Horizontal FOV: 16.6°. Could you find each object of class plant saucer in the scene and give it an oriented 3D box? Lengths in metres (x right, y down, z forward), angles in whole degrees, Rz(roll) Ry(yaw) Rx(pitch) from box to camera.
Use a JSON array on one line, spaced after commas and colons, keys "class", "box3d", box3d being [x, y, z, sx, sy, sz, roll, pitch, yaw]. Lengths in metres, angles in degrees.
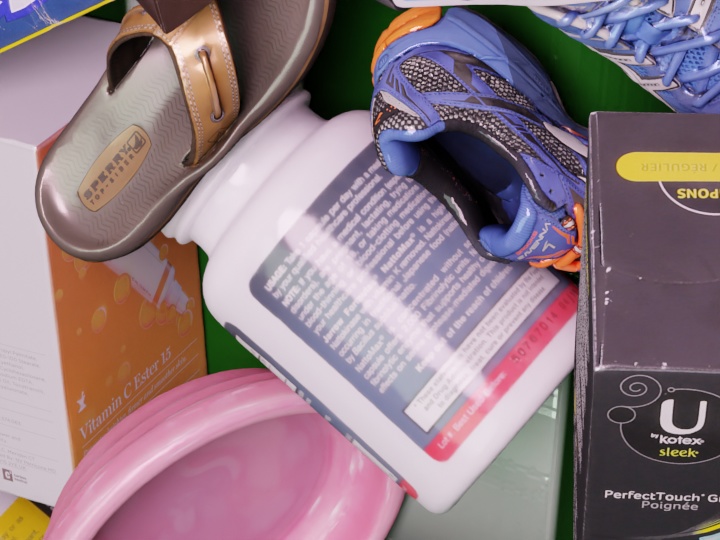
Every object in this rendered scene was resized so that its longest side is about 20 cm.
[{"class": "plant saucer", "box3d": [-0.072, 0.119, 1.186, 0.051, 0.199, 0.201, 53, 140, 36]}]

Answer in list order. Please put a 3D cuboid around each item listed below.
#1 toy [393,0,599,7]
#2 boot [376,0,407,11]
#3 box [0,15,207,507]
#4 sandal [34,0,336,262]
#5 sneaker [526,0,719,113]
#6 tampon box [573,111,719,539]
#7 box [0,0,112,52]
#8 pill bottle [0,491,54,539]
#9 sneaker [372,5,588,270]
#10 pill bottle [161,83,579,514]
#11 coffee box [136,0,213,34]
[{"class": "toy", "box3d": [0.031, -0.139, 0.867, 0.114, 0.047, 0.200, 1, 149, 23]}, {"class": "boot", "box3d": [-0.049, -0.218, 1.036, 0.199, 0.066, 0.166, 29, 128, 21]}, {"class": "box", "box3d": [-0.150, -0.007, 1.186, 0.097, 0.124, 0.201, 14, 125, 25]}, {"class": "sandal", "box3d": [-0.080, -0.084, 1.026, 0.082, 0.054, 0.200, 49, 113, 16]}, {"class": "sneaker", "box3d": [0.110, -0.106, 0.986, 0.200, 0.077, 0.076, 41, 130, 3]}, {"class": "tampon box", "box3d": [0.158, 0.050, 0.952, 0.149, 0.127, 0.201, 1, 141, 3]}, {"class": "box", "box3d": [-0.194, -0.124, 1.073, 0.199, 0.064, 0.070, -22, 120, 19]}, {"class": "pill bottle", "box3d": [-0.170, 0.168, 1.317, 0.200, 0.111, 0.112, 38, 132, 6]}, {"class": "sneaker", "box3d": [0.083, -0.025, 1.030, 0.199, 0.079, 0.075, 31, 132, -5]}, {"class": "pill bottle", "box3d": [0.000, 0.000, 1.096, 0.200, 0.120, 0.120, 42, 132, 4]}, {"class": "coffee box", "box3d": [-0.112, -0.205, 0.957, 0.200, 0.080, 0.113, 48, 167, 19]}]
